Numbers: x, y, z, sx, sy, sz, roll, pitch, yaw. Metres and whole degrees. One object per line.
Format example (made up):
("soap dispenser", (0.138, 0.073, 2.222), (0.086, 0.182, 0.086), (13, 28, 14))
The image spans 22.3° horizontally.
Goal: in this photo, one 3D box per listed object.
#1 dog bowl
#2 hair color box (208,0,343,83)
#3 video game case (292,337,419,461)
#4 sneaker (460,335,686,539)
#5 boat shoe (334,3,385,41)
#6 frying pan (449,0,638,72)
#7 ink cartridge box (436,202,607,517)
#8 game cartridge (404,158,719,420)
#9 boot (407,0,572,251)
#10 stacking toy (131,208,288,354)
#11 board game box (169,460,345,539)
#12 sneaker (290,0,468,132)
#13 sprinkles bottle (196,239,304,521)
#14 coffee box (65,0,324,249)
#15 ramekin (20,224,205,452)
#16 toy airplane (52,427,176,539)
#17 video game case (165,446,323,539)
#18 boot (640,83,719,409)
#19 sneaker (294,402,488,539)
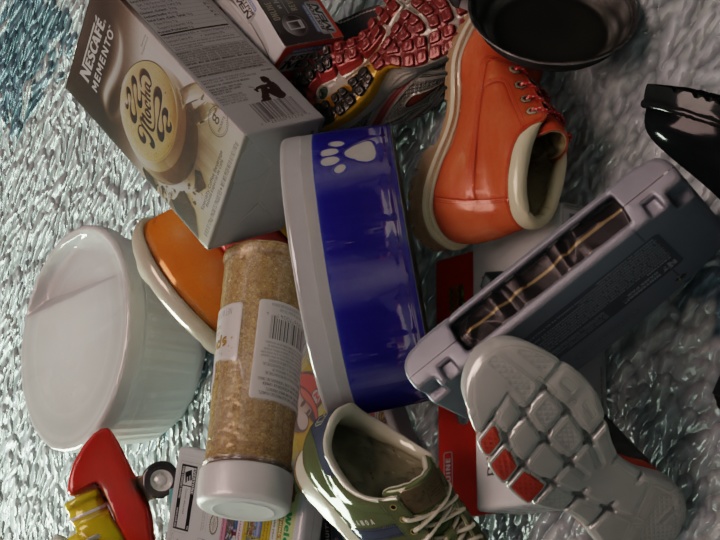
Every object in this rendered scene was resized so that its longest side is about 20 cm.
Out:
("dog bowl", (0.000, 0.000, 1.282), (0.200, 0.079, 0.200), (-10, -90, -87))
("hair color box", (-0.103, -0.157, 1.452), (0.111, 0.064, 0.200), (59, 139, 20))
("video game case", (-0.034, 0.125, 1.438), (0.182, 0.023, 0.200), (-49, 46, 35))
("sneaker", (0.117, 0.102, 1.110), (0.077, 0.200, 0.082), (-41, 32, 3))
("boat shoe", (-0.034, -0.160, 1.468), (0.200, 0.065, 0.072), (-23, 64, 48))
("frying pan", (0.091, -0.171, 1.228), (0.031, 0.190, 0.115), (91, 179, -47))
("ink cartridge box", (0.095, 0.068, 1.262), (0.174, 0.044, 0.200), (-16, 69, 49))
("game cartridge", (0.130, 0.018, 1.120), (0.200, 0.133, 0.040), (-39, 60, 9))
("boot", (0.108, -0.109, 1.245), (0.107, 0.075, 0.200), (-7, 61, 48))
("stacking toy", (-0.068, -0.037, 1.447), (0.200, 0.146, 0.146), (-40, 48, 13))
("board game box", (-0.077, 0.233, 1.414), (0.200, 0.047, 0.151), (-19, 67, 49))
("sneaker", (0.040, -0.163, 1.365), (0.200, 0.082, 0.078), (-30, 63, 26))
("sprinkles bottle", (-0.076, 0.080, 1.336), (0.068, 0.068, 0.200), (-24, 53, 48))
("coffee box", (-0.129, -0.127, 1.380), (0.200, 0.080, 0.113), (47, 134, 29))
("ramekin", (-0.218, 0.064, 1.637), (0.202, 0.094, 0.202), (-16, 70, 51))
("toy airplane", (-0.215, 0.260, 1.530), (0.199, 0.141, 0.200), (-103, 10, -49))
("video game case", (-0.097, 0.241, 1.380), (0.182, 0.022, 0.200), (3, 83, 53))
("boot", (0.226, 0.001, 1.010), (0.200, 0.076, 0.168), (21, 100, 9))
("sneaker", (0.037, 0.167, 1.218), (0.200, 0.067, 0.090), (41, 148, 17))
